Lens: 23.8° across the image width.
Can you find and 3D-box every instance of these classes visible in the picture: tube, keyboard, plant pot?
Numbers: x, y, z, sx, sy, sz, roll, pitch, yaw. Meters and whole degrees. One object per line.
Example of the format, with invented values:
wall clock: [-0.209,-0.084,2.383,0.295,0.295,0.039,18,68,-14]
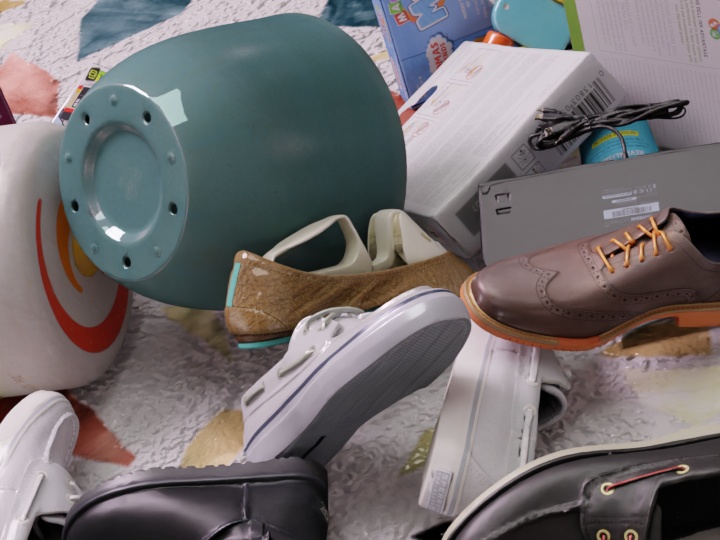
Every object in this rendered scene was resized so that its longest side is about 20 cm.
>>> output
tube: [0.183,-0.032,1.125,0.077,0.050,0.200,-20,38,12]
keyboard: [0.173,-0.057,1.099,0.200,0.021,0.127,-8,63,13]
plant pot: [-0.097,-0.065,1.115,0.200,0.201,0.161,15,17,40]

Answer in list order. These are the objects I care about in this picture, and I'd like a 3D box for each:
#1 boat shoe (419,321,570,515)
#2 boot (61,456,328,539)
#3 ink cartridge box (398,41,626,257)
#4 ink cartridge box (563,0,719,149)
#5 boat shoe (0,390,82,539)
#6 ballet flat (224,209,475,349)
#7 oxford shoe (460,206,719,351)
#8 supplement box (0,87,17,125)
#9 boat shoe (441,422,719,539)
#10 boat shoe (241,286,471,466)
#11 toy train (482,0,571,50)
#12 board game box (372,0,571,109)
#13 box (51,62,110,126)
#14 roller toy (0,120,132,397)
boat shoe: [0.086,0.070,0.996,0.068,0.072,0.200,17,32,4]
boot: [-0.093,0.194,0.920,0.164,0.066,0.200,-14,38,10]
ink cartridge box: [0.079,-0.093,1.235,0.163,0.057,0.200,-46,18,-9]
ink cartridge box: [0.245,-0.156,1.174,0.200,0.148,0.076,16,45,40]
boat shoe: [-0.202,0.152,1.029,0.068,0.072,0.200,9,36,11]
ballet flat: [0.000,0.000,1.068,0.200,0.073,0.068,-9,3,-35]
oxford shoe: [0.152,-0.005,0.992,0.200,0.073,0.071,-9,51,-23]
supplement box: [-0.325,-0.087,1.310,0.103,0.200,0.131,-35,36,-24]
boat shoe: [0.140,0.130,0.878,0.201,0.074,0.063,-15,25,-2]
boat shoe: [-0.016,0.054,0.975,0.073,0.200,0.067,1,58,-42]
toy train: [0.180,-0.229,1.326,0.200,0.151,0.056,-12,4,0]
board game box: [0.107,-0.233,1.348,0.200,0.152,0.037,-23,32,-6]
box: [-0.180,-0.093,1.358,0.200,0.035,0.110,23,77,46]
roller toy: [-0.239,-0.008,1.163,0.139,0.200,0.182,-8,15,17]
